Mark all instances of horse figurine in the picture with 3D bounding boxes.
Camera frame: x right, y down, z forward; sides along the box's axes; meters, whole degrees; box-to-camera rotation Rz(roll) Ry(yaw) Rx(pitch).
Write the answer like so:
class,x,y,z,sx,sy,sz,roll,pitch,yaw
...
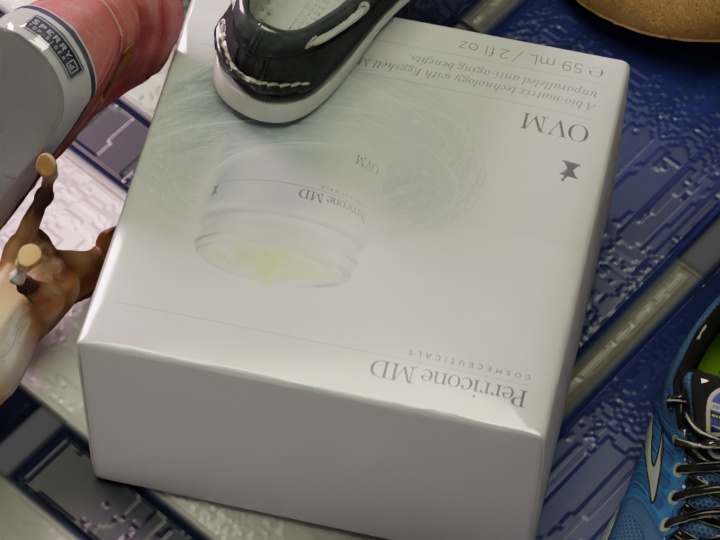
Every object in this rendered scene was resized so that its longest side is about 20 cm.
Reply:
class,x,y,z,sx,sy,sz,roll,pitch,yaw
horse figurine,-0.165,0.034,1.247,0.050,0.133,0.200,34,76,8

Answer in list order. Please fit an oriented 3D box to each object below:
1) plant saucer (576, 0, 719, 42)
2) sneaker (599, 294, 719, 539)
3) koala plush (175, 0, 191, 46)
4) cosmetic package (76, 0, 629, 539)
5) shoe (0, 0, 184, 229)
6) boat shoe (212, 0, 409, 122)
class,x,y,z,sx,sy,sz,roll,pitch,yaw
plant saucer,0.181,-0.198,1.414,0.200,0.035,0.200,-7,51,9
sneaker,0.145,0.087,1.223,0.078,0.089,0.200,11,58,8
koala plush,-0.010,-0.226,1.388,0.200,0.184,0.178,-9,57,-21
cosmetic package,0.000,0.000,1.259,0.199,0.123,0.200,11,59,6
shoe,-0.152,-0.069,1.277,0.072,0.200,0.091,51,49,1
boat shoe,0.003,-0.150,1.248,0.076,0.060,0.200,24,58,6
